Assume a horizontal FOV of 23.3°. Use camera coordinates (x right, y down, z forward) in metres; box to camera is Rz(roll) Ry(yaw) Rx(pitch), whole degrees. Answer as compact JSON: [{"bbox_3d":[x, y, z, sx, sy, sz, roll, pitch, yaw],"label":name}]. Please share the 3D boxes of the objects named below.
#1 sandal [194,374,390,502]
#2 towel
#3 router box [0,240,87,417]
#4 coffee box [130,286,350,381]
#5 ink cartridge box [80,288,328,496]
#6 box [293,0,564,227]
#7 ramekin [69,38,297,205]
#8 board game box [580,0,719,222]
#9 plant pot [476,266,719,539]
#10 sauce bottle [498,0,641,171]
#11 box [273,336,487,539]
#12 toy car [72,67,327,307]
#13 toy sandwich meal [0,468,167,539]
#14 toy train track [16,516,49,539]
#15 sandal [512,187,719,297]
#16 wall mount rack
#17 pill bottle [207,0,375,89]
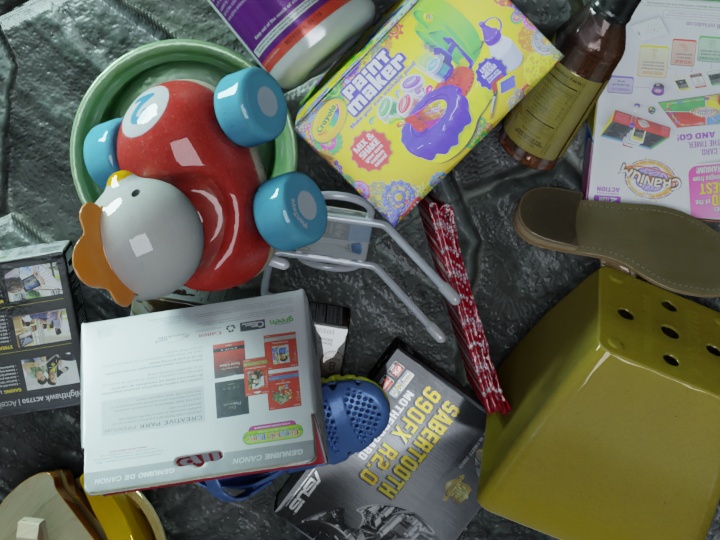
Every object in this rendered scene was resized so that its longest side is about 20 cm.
[{"bbox_3d":[-0.066,0.156,1.544,0.199,0.087,0.080,-23,103,4],"label":"sandal"},{"bbox_3d":[0.089,0.024,1.566,0.022,0.145,0.201,-17,100,-2],"label":"towel"},{"bbox_3d":[-0.355,0.062,1.618,0.199,0.051,0.150,-8,103,1],"label":"router box"},{"bbox_3d":[-0.115,0.080,1.609,0.199,0.080,0.114,10,103,-2],"label":"coffee box"},{"bbox_3d":[-0.133,0.122,1.483,0.199,0.176,0.084,-8,142,3],"label":"ink cartridge box"},{"bbox_3d":[0.053,-0.163,1.504,0.122,0.193,0.200,44,98,-8],"label":"box"},{"bbox_3d":[-0.154,-0.109,1.562,0.199,0.098,0.201,0,102,-1],"label":"ramekin"},{"bbox_3d":[0.284,-0.148,1.586,0.152,0.040,0.201,5,101,-1],"label":"board game box"},{"bbox_3d":[0.233,0.119,1.534,0.199,0.200,0.177,21,122,-4],"label":"plant pot"},{"bbox_3d":[0.192,-0.181,1.537,0.066,0.066,0.200,27,119,-6],"label":"sauce bottle"},{"bbox_3d":[0.038,0.189,1.649,0.158,0.048,0.200,37,99,-7],"label":"box"},{"bbox_3d":[-0.164,-0.051,1.387,0.184,0.200,0.178,-15,99,34],"label":"toy car"},{"bbox_3d":[-0.261,0.275,1.615,0.204,0.070,0.206,-6,80,34],"label":"toy sandwich meal"},{"bbox_3d":[-0.286,0.321,1.582,0.114,0.033,0.201,3,111,26],"label":"toy train track"},{"bbox_3d":[0.235,-0.019,1.584,0.211,0.070,0.078,16,66,-5],"label":"sandal"},{"bbox_3d":[0.000,0.000,1.530,0.173,0.200,0.075,9,72,-1],"label":"wall mount rack"},{"bbox_3d":[-0.086,-0.264,1.515,0.112,0.112,0.200,-39,90,7],"label":"pill bottle"}]
